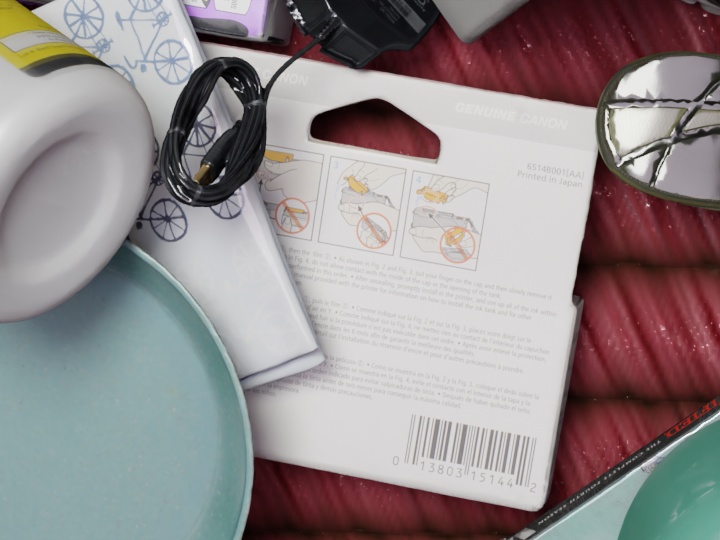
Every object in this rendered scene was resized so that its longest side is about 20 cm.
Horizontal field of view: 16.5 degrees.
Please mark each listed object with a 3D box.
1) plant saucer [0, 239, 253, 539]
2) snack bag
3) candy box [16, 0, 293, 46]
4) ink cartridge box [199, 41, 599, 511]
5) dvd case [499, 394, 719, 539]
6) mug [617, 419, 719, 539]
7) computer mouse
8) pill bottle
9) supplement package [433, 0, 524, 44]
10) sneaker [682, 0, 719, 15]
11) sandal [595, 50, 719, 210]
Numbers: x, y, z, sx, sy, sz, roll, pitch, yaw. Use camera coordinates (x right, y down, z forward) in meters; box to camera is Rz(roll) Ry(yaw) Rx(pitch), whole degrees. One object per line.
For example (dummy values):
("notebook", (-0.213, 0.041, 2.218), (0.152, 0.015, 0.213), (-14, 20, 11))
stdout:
("plant saucer", (-0.134, 0.069, 1.067), (0.198, 0.036, 0.202), (4, 104, 17))
("snack bag", (-0.134, -0.016, 1.078), (0.199, 0.021, 0.190), (-20, 95, 22))
("candy box", (-0.118, -0.199, 1.094), (0.198, 0.072, 0.169), (10, 95, 9))
("ink cartridge box", (0.000, 0.000, 1.095), (0.198, 0.045, 0.178), (11, 96, 9))
("dvd case", (0.173, 0.127, 1.067), (0.199, 0.022, 0.146), (-35, 100, 8))
("mug", (0.174, 0.157, 1.004), (0.151, 0.114, 0.186), (18, 103, -2))
("computer mouse", (-0.024, -0.090, 1.048), (0.059, 0.200, 0.034), (49, 143, -7))
("pill bottle", (-0.185, -0.073, 1.003), (0.200, 0.112, 0.113), (35, 98, 29))
("supplement package", (0.068, -0.179, 0.982), (0.117, 0.200, 0.117), (-37, 93, -6))
("sneaker", (0.215, -0.118, 1.030), (0.198, 0.087, 0.074), (18, 95, 7))
("sandal", (0.197, -0.046, 1.051), (0.199, 0.057, 0.080), (18, 86, 2))
